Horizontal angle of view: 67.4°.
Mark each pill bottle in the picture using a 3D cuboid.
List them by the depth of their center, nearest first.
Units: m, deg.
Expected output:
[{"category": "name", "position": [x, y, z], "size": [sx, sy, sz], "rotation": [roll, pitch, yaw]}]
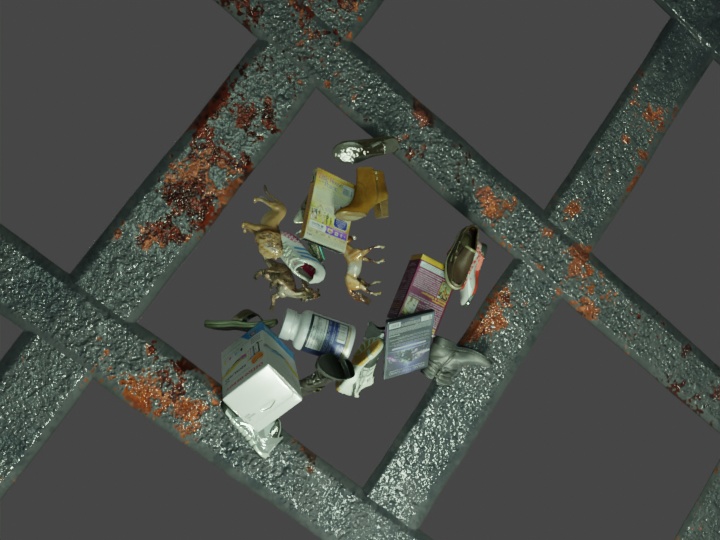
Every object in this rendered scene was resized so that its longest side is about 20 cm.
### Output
[{"category": "pill bottle", "position": [-0.122, 0.175, 1.487], "size": [0.197, 0.111, 0.113], "rotation": [20, 84, -10]}]

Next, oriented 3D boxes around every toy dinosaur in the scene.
[{"category": "toy dinosaur", "position": [-0.207, 0.024, 1.489], "size": [0.134, 0.086, 0.202], "rotation": [-21, 70, -34]}]

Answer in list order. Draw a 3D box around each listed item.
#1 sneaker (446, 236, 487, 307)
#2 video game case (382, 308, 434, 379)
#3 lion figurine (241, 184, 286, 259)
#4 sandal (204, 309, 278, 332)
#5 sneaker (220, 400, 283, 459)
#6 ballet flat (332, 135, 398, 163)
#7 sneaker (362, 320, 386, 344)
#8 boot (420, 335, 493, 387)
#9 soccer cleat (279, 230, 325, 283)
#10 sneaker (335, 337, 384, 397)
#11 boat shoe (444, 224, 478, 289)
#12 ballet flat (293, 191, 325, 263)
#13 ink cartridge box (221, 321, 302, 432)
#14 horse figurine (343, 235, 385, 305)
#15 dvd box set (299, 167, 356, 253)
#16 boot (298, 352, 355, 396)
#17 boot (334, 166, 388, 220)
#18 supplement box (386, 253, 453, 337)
[{"category": "sneaker", "position": [0.299, -0.001, 1.605], "size": [0.106, 0.067, 0.205], "rotation": [20, 81, -10]}, {"category": "video game case", "position": [0.130, 0.204, 1.482], "size": [0.140, 0.019, 0.203], "rotation": [-12, 126, -19]}, {"category": "lion figurine", "position": [-0.244, -0.133, 1.462], "size": [0.120, 0.073, 0.203], "rotation": [17, 68, 0]}, {"category": "sandal", "position": [-0.322, 0.133, 1.466], "size": [0.197, 0.080, 0.059], "rotation": [3, 74, -11]}, {"category": "sneaker", "position": [-0.284, 0.402, 1.473], "size": [0.115, 0.075, 0.201], "rotation": [-39, 106, -15]}, {"category": "ballet flat", "position": [0.013, -0.357, 1.569], "size": [0.196, 0.047, 0.068], "rotation": [-13, 122, -6]}, {"category": "sneaker", "position": [0.106, 0.189, 1.550], "size": [0.196, 0.075, 0.084], "rotation": [7, 93, -11]}, {"category": "boot", "position": [0.282, 0.285, 1.598], "size": [0.197, 0.070, 0.134], "rotation": [20, 87, 1]}, {"category": "soccer cleat", "position": [-0.179, -0.039, 1.470], "size": [0.199, 0.086, 0.070], "rotation": [38, 111, 9]}, {"category": "sneaker", "position": [0.015, 0.273, 1.515], "size": [0.087, 0.076, 0.201], "rotation": [31, 113, -21]}, {"category": "boat shoe", "position": [0.288, -0.045, 1.513], "size": [0.074, 0.075, 0.205], "rotation": [24, 60, -12]}, {"category": "ballet flat", "position": [-0.151, -0.115, 1.518], "size": [0.074, 0.068, 0.204], "rotation": [-9, 92, 5]}, {"category": "ink cartridge box", "position": [-0.256, 0.267, 1.378], "size": [0.146, 0.201, 0.145], "rotation": [-37, 119, 4]}, {"category": "horse figurine", "position": [0.000, 0.000, 1.545], "size": [0.130, 0.050, 0.204], "rotation": [4, 93, 1]}, {"category": "dvd box set", "position": [-0.087, -0.164, 1.504], "size": [0.145, 0.029, 0.204], "rotation": [18, 76, -37]}, {"category": "boot", "position": [-0.119, 0.289, 1.422], "size": [0.172, 0.200, 0.070], "rotation": [-26, 65, 16]}, {"category": "boot", "position": [-0.002, -0.219, 1.525], "size": [0.199, 0.070, 0.147], "rotation": [-7, 84, -40]}, {"category": "supplement box", "position": [0.180, 0.071, 1.557], "size": [0.129, 0.103, 0.203], "rotation": [26, 83, -12]}]
